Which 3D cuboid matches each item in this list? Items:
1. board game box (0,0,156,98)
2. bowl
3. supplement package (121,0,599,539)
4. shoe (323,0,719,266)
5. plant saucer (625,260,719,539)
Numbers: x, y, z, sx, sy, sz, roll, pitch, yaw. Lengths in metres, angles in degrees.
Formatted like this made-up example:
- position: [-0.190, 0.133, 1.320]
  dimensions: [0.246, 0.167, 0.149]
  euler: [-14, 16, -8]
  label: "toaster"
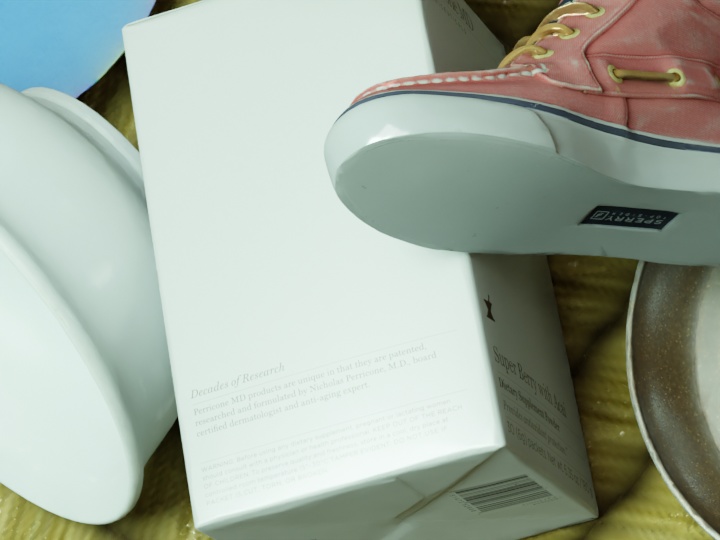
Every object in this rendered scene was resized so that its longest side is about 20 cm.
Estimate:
- position: [-0.170, -0.123, 1.259]
  dimensions: [0.158, 0.039, 0.200]
  euler: [-27, 59, -5]
  label: "board game box"
- position: [-0.129, -0.006, 1.142]
  dimensions: [0.201, 0.201, 0.090]
  euler: [33, 61, 27]
  label: "bowl"
- position: [0.000, 0.000, 1.105]
  dimensions: [0.120, 0.121, 0.200]
  euler: [-17, 68, 16]
  label: "supplement package"
- position: [0.068, -0.059, 1.036]
  dimensions: [0.071, 0.200, 0.091]
  euler: [-42, 51, 46]
  label: "shoe"
- position: [0.195, 0.023, 1.069]
  dimensions: [0.200, 0.032, 0.200]
  euler: [-7, 70, 21]
  label: "plant saucer"
